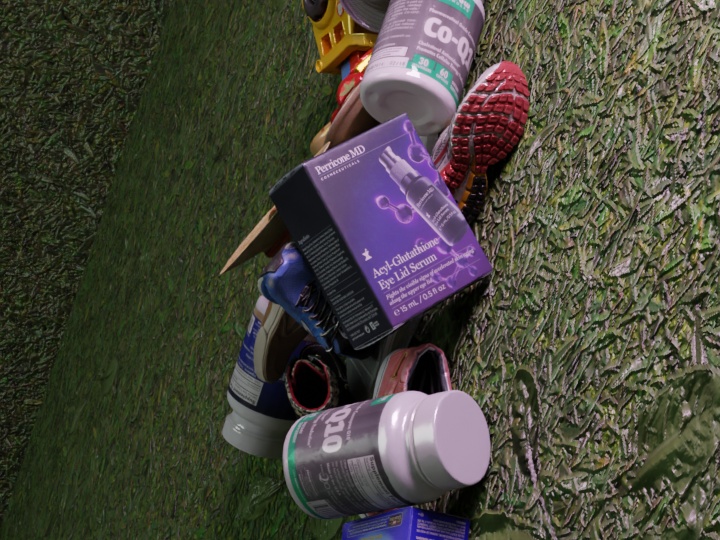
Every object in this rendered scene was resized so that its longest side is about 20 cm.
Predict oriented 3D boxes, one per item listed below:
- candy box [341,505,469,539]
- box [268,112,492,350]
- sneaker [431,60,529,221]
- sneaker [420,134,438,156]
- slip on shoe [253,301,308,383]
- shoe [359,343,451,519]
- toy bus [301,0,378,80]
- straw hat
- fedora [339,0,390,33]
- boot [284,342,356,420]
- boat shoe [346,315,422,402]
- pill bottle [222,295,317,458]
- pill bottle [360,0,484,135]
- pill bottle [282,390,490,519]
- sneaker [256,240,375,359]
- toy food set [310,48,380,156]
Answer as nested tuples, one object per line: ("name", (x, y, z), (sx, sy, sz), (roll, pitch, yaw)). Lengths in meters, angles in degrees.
("candy box", (0.035, 0.353, 1.512), (0.169, 0.077, 0.202), (-30, 48, 61))
("box", (0.020, -0.042, 1.587), (0.201, 0.147, 0.104), (60, 151, 1))
("sneaker", (0.118, -0.147, 1.626), (0.082, 0.077, 0.201), (-99, 31, -50))
("sneaker", (0.029, -0.154, 1.814), (0.074, 0.115, 0.201), (134, 147, -56))
("slip on shoe", (-0.080, 0.058, 1.817), (0.076, 0.060, 0.201), (-43, -28, -60))
("shoe", (0.044, 0.177, 1.612), (0.091, 0.071, 0.202), (152, 133, -67))
("toy bus", (0.015, -0.323, 1.964), (0.200, 0.135, 0.194), (-32, 60, 59))
("straw hat", (-0.066, -0.047, 1.711), (0.201, 0.085, 0.201), (-49, 7, 9))
("fedora", (0.039, -0.394, 1.824), (0.090, 0.175, 0.202), (-29, -61, -80))
("boot", (-0.048, 0.136, 1.782), (0.154, 0.073, 0.204), (71, -176, -49))
("boat shoe", (0.038, 0.070, 1.731), (0.074, 0.064, 0.203), (48, 127, 51))
("pill bottle", (-0.112, 0.141, 1.987), (0.116, 0.115, 0.201), (-129, 56, -65))
("pill bottle", (0.078, -0.266, 1.708), (0.113, 0.113, 0.201), (-38, 30, 59))
("pill bottle", (0.026, 0.186, 1.515), (0.199, 0.113, 0.114), (-17, 57, 37))
("sneaker", (-0.038, 0.038, 1.648), (0.079, 0.200, 0.089), (-51, 49, -3))
("toy food set", (0.017, -0.224, 1.858), (0.198, 0.049, 0.200), (-45, -10, -17))
